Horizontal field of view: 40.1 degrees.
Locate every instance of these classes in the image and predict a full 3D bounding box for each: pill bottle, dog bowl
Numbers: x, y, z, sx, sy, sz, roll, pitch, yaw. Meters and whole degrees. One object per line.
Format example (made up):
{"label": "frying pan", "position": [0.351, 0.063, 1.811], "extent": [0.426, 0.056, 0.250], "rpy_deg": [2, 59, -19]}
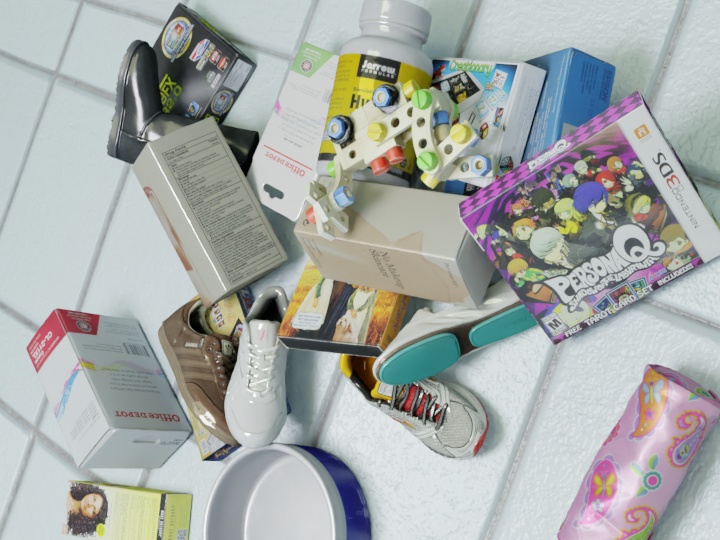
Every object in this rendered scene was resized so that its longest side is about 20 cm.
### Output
{"label": "pill bottle", "position": [0.021, -0.194, 1.108], "extent": [0.110, 0.110, 0.205], "rpy_deg": [11, 89, 36]}
{"label": "dog bowl", "position": [-0.087, 0.303, 1.140], "extent": [0.197, 0.078, 0.205], "rpy_deg": [-8, 75, 33]}

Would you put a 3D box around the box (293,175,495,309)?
{"label": "box", "position": [0.040, -0.032, 1.040], "extent": [0.197, 0.095, 0.079], "rpy_deg": [10, 60, 33]}

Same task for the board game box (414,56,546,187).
{"label": "board game box", "position": [0.117, -0.161, 1.061], "extent": [0.200, 0.034, 0.129], "rpy_deg": [31, 106, 64]}

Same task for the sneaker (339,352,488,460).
{"label": "sneaker", "position": [0.052, 0.142, 1.074], "extent": [0.198, 0.082, 0.079], "rpy_deg": [29, 97, 35]}

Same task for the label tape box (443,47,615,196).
{"label": "label tape box", "position": [0.174, -0.141, 1.047], "extent": [0.199, 0.062, 0.148], "rpy_deg": [4, 82, 65]}

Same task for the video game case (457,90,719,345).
{"label": "video game case", "position": [0.222, -0.042, 0.939], "extent": [0.198, 0.182, 0.036], "rpy_deg": [-31, 26, 21]}

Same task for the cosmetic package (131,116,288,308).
{"label": "cosmetic package", "position": [-0.187, -0.071, 1.219], "extent": [0.087, 0.102, 0.203], "rpy_deg": [-29, 88, 58]}

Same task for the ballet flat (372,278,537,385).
{"label": "ballet flat", "position": [0.098, 0.059, 1.041], "extent": [0.197, 0.070, 0.070], "rpy_deg": [-23, 64, -4]}

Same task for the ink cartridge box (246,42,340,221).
{"label": "ink cartridge box", "position": [-0.056, -0.164, 1.224], "extent": [0.116, 0.067, 0.203], "rpy_deg": [29, 96, 37]}

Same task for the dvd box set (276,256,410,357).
{"label": "dvd box set", "position": [0.000, 0.000, 1.126], "extent": [0.144, 0.029, 0.203], "rpy_deg": [3, 59, 34]}

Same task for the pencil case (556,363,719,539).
{"label": "pencil case", "position": [0.260, 0.190, 0.921], "extent": [0.087, 0.087, 0.203], "rpy_deg": [31, 99, 35]}

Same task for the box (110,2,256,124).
{"label": "box", "position": [-0.253, -0.250, 1.395], "extent": [0.160, 0.044, 0.202], "rpy_deg": [43, 105, 32]}

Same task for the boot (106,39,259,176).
{"label": "boot", "position": [-0.226, -0.197, 1.304], "extent": [0.196, 0.066, 0.168], "rpy_deg": [19, 108, 14]}

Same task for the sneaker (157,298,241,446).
{"label": "sneaker", "position": [-0.184, 0.119, 1.210], "extent": [0.076, 0.070, 0.201], "rpy_deg": [-44, 60, 13]}

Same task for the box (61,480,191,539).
{"label": "box", "position": [-0.313, 0.325, 1.313], "extent": [0.197, 0.050, 0.077], "rpy_deg": [-3, 78, 34]}

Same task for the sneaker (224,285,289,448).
{"label": "sneaker", "position": [-0.119, 0.105, 1.151], "extent": [0.076, 0.100, 0.203], "rpy_deg": [3, 54, -2]}

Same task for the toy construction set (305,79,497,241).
{"label": "toy construction set", "position": [0.029, -0.113, 0.991], "extent": [0.197, 0.092, 0.133], "rpy_deg": [-25, 76, 14]}

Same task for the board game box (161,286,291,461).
{"label": "board game box", "position": [-0.175, 0.122, 1.268], "extent": [0.134, 0.034, 0.203], "rpy_deg": [-34, 62, 25]}

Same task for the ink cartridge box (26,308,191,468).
{"label": "ink cartridge box", "position": [-0.333, 0.158, 1.302], "extent": [0.083, 0.145, 0.201], "rpy_deg": [-46, 58, 19]}
